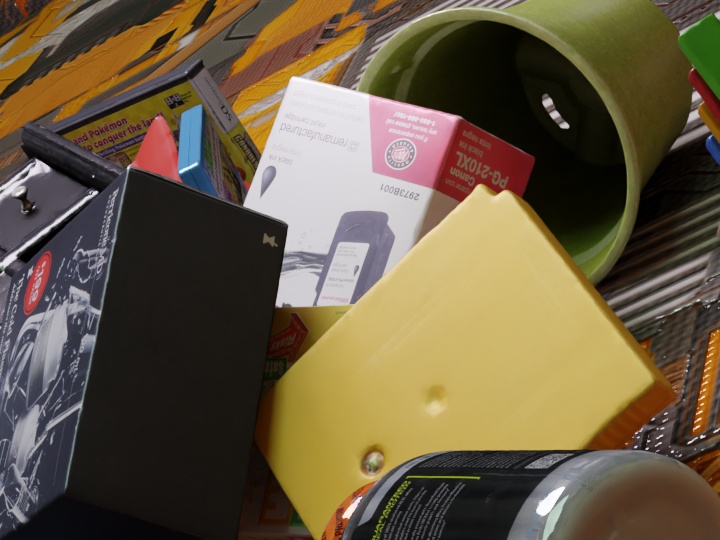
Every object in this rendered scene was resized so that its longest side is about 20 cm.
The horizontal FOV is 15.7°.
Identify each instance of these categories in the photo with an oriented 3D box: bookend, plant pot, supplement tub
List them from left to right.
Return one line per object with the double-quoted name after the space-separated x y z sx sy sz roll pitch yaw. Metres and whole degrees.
-0.223 0.017 1.681 0.199 0.092 0.200 -39 34 -17 "bookend"
0.071 0.143 1.195 0.123 0.123 0.200 -43 20 -27 "supplement tub"
0.122 -0.100 1.684 0.200 0.201 0.184 -21 11 36 "plant pot"

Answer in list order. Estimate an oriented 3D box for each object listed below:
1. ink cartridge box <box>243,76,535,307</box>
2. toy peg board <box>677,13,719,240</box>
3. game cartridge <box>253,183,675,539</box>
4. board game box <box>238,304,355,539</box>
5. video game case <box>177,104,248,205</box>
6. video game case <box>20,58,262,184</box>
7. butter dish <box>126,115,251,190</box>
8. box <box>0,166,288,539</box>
-0.003 0.001 1.559 0.145 0.084 0.200 17 85 42 "ink cartridge box"
0.266 -0.118 1.446 0.200 0.098 0.199 -34 -11 -1 "toy peg board"
0.047 0.073 1.370 0.200 0.032 0.176 -43 50 11 "game cartridge"
0.002 0.086 1.440 0.200 0.034 0.135 -3 68 37 "board game box"
-0.065 -0.001 1.699 0.018 0.200 0.143 -25 18 6 "video game case"
-0.148 -0.057 2.034 0.200 0.181 0.026 -19 21 41 "video game case"
-0.104 0.014 1.851 0.200 0.148 0.200 -114 35 -69 "butter dish"
-0.137 0.073 1.471 0.182 0.104 0.200 -36 40 54 "box"
